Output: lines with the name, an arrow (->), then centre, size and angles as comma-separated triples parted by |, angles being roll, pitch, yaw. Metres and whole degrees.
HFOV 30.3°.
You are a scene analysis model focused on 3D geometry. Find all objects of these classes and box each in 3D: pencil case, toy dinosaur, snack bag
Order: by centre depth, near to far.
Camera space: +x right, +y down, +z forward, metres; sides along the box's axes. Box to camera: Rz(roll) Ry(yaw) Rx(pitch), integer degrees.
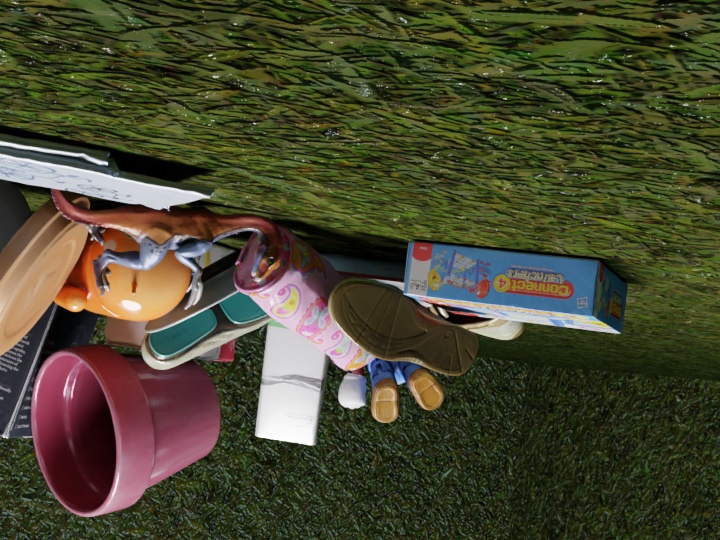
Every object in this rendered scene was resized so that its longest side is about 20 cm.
snack bag -> -0.234, -0.082, 1.116 | 0.198, 0.022, 0.188 | 11, 175, -22
toy dinosaur -> -0.173, -0.028, 1.285 | 0.179, 0.106, 0.200 | -12, 160, 11
pencil case -> -0.050, 0.032, 1.411 | 0.087, 0.088, 0.200 | 4, 155, 38

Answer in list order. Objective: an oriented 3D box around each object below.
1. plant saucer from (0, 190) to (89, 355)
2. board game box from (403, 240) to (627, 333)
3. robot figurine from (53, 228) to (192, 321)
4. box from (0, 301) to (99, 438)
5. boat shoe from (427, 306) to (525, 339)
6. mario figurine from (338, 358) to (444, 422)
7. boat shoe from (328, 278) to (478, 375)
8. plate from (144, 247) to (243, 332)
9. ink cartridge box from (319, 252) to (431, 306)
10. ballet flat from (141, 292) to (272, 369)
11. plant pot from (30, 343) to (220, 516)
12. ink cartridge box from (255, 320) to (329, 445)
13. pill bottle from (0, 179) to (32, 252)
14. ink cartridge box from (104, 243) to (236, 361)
plant saucer -> -0.326, 0.010, 1.311 | 0.032, 0.201, 0.200 | 34, 175, 0
board game box -> 0.167, 0.019, 1.398 | 0.198, 0.057, 0.196 | 6, 175, 20
robot figurine -> -0.253, -0.007, 1.438 | 0.143, 0.118, 0.199 | 10, 178, -33
box -> -0.440, 0.101, 1.713 | 0.123, 0.198, 0.200 | 22, 176, 6
boat shoe -> 0.116, 0.043, 1.723 | 0.198, 0.075, 0.066 | 3, 161, 30
mario figurine -> 0.042, 0.110, 1.531 | 0.122, 0.107, 0.200 | 18, -157, -17
boat shoe -> 0.038, 0.056, 1.412 | 0.199, 0.074, 0.063 | 20, -174, -35
plate -> -0.160, 0.009, 1.493 | 0.199, 0.026, 0.200 | -28, -170, 5
ink cartridge box -> 0.000, 0.000, 1.544 | 0.161, 0.058, 0.200 | 7, 168, 10
ballet flat -> -0.168, 0.057, 1.557 | 0.198, 0.068, 0.062 | -23, 164, -20
plant pot -> -0.279, 0.184, 1.631 | 0.199, 0.203, 0.178 | 3, -172, 45
ink cartridge box -> -0.081, 0.106, 1.733 | 0.083, 0.202, 0.146 | 8, -164, 0
pill bottle -> -0.431, -0.041, 1.359 | 0.199, 0.115, 0.112 | 2, 172, 45
ink cartridge box -> -0.227, 0.033, 1.666 | 0.085, 0.150, 0.200 | 6, 175, 20
